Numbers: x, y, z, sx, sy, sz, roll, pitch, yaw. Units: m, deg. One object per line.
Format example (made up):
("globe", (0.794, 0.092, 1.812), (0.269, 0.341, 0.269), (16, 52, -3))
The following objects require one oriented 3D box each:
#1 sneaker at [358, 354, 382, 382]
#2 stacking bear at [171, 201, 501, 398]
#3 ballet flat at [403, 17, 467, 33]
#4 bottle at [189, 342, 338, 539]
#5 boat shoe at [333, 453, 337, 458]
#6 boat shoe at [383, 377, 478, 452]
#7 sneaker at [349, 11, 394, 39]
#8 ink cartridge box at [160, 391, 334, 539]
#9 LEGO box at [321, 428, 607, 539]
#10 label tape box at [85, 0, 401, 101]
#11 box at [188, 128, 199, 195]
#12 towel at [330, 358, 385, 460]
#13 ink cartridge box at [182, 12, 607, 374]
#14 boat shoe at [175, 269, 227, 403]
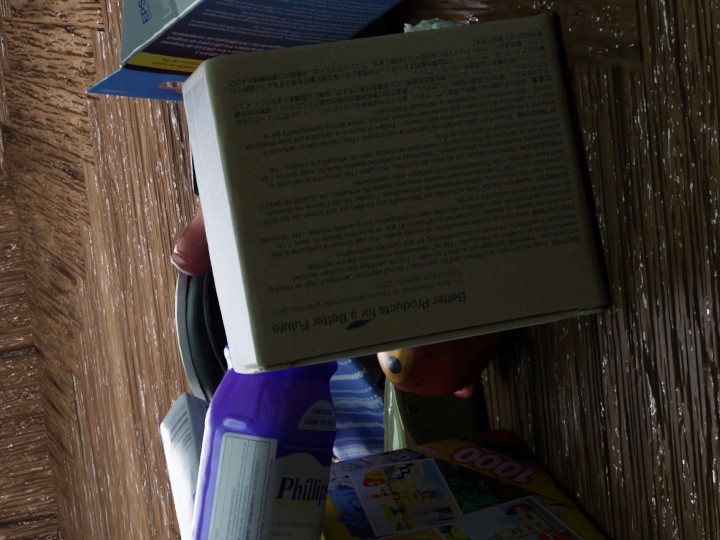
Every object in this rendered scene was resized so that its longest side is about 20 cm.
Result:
("sneaker", (-0.018, 0.000, 1.399), (0.201, 0.072, 0.115), (111, 148, -58))
("stacking bear", (0.000, 0.000, 1.214), (0.200, 0.114, 0.122), (39, 131, 18))
("ballet flat", (0.032, -0.055, 1.130), (0.072, 0.071, 0.202), (155, 130, -72))
("bottle", (-0.051, 0.098, 1.097), (0.083, 0.065, 0.202), (15, -98, -64))
("boat shoe", (-0.058, 0.053, 1.521), (0.074, 0.065, 0.201), (38, -145, -68))
("boat shoe", (0.046, 0.134, 1.274), (0.063, 0.073, 0.202), (163, 100, -80))
("sneaker", (-0.026, -0.132, 1.348), (0.200, 0.070, 0.100), (126, 136, -61))
("ink cartridge box", (-0.032, 0.180, 1.305), (0.043, 0.199, 0.197), (-57, 25, 17))
("LEGO box", (0.057, 0.180, 1.126), (0.200, 0.148, 0.078), (-133, 38, -60))
("label tape box", (-0.066, -0.174, 1.216), (0.199, 0.143, 0.067), (-29, 69, 42))
("box", (-0.091, -0.175, 1.459), (0.160, 0.044, 0.202), (-67, -24, -65))
("towel", (-0.019, 0.088, 1.368), (0.201, 0.024, 0.145), (53, 160, -10))
("ink cartridge box", (0.017, -0.041, 1.054), (0.075, 0.198, 0.166), (164, 96, -72))
("boat shoe", (-0.086, 0.071, 1.386), (0.072, 0.067, 0.201), (-86, -16, -53))
